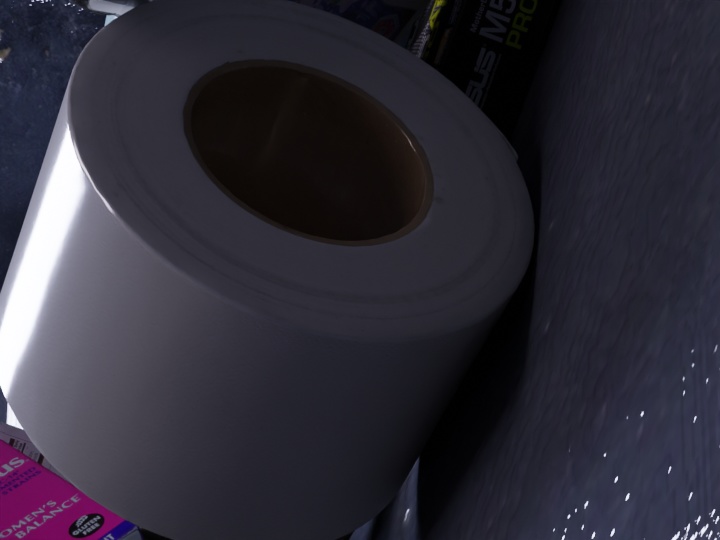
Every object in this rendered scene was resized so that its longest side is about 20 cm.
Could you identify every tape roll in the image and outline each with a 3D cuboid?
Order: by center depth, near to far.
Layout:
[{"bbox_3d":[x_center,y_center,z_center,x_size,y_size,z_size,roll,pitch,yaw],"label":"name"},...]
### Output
[{"bbox_3d":[-0.043,-0.002,0.783,0.203,0.202,0.139,-80,12,-48],"label":"tape roll"}]

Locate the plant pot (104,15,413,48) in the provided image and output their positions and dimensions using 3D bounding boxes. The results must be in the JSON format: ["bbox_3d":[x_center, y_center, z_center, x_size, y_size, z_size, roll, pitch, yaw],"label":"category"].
[{"bbox_3d":[-0.049,-0.185,1.084,0.200,0.196,0.196,-59,-5,-44],"label":"plant pot"}]

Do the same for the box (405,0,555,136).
[{"bbox_3d":[0.072,-0.163,0.945,0.160,0.044,0.201,-132,62,-80],"label":"box"}]

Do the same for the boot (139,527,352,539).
[{"bbox_3d":[-0.065,0.127,0.905,0.097,0.075,0.200,-45,25,-28],"label":"boot"}]

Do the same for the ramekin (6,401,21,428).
[{"bbox_3d":[-0.135,0.100,1.193,0.200,0.199,0.106,132,147,-69],"label":"ramekin"}]

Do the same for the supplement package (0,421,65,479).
[{"bbox_3d":[-0.166,0.210,1.093,0.152,0.199,0.151,122,166,-53],"label":"supplement package"}]

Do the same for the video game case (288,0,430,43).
[{"bbox_3d":[-0.051,-0.082,0.908,0.200,0.018,0.143,-51,-22,23],"label":"video game case"}]

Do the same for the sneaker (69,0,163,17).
[{"bbox_3d":[-0.064,-0.177,0.804,0.115,0.075,0.200,-40,-4,26],"label":"sneaker"}]

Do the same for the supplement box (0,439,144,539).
[{"bbox_3d":[-0.180,0.157,0.897,0.101,0.104,0.200,-33,29,-27],"label":"supplement box"}]
